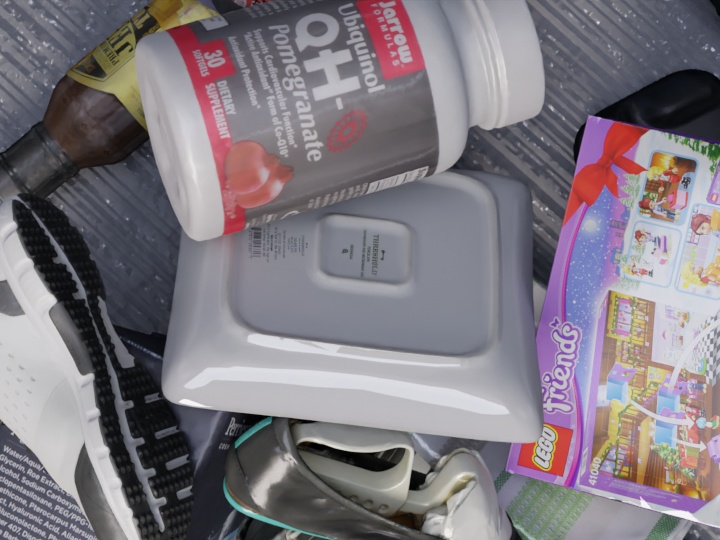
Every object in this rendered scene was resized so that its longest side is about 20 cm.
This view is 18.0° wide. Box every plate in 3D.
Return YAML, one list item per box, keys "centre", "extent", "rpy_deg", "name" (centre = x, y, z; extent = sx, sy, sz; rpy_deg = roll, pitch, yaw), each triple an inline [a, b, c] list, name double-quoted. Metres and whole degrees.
- centre: [0.000, 0.000, 1.218]
  extent: [0.199, 0.032, 0.200]
  rpy_deg: [7, 44, -4]
  name: "plate"

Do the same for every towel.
- centre: [0.111, 0.086, 1.300]
  extent: [0.200, 0.031, 0.149]
  rpy_deg: [40, 53, 0]
  name: "towel"

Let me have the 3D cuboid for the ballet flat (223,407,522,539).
- centre: [0.025, 0.122, 1.199]
  extent: [0.199, 0.068, 0.069]
  rpy_deg: [20, 120, -25]
  name: "ballet flat"

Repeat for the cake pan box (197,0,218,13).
- centre: [-0.001, -0.204, 1.316]
  extent: [0.199, 0.052, 0.185]
  rpy_deg: [30, 66, 3]
  name: "cake pan box"

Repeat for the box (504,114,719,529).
- centre: [0.167, 0.028, 1.228]
  extent: [0.136, 0.039, 0.201]
  rpy_deg: [14, 92, 15]
  name: "box"

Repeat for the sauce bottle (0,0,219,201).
- centre: [-0.136, -0.108, 1.348]
  extent: [0.200, 0.065, 0.065]
  rpy_deg: [-40, 86, 0]
  name: "sauce bottle"

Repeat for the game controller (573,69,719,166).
- centre: [0.209, -0.017, 1.342]
  extent: [0.104, 0.042, 0.201]
  rpy_deg: [-27, 87, -12]
  name: "game controller"

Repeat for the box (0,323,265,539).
- centre: [-0.134, 0.139, 1.266]
  extent: [0.117, 0.197, 0.201]
  rpy_deg: [25, 90, 13]
  name: "box"

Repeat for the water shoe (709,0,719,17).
- centre: [0.206, -0.206, 1.331]
  extent: [0.071, 0.079, 0.200]
  rpy_deg: [-40, 112, -14]
  name: "water shoe"

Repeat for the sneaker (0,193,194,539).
- centre: [-0.151, 0.065, 1.150]
  extent: [0.080, 0.074, 0.201]
  rpy_deg: [-32, 75, 21]
  name: "sneaker"

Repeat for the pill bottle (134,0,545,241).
- centre: [-0.010, -0.094, 1.192]
  extent: [0.199, 0.111, 0.111]
  rpy_deg: [-17, 87, -11]
  name: "pill bottle"

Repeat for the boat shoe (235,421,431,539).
- centre: [-0.008, 0.105, 1.280]
  extent: [0.070, 0.200, 0.064]
  rpy_deg: [-8, 125, 35]
  name: "boat shoe"

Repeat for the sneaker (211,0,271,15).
- centre: [0.019, -0.188, 1.226]
  extent: [0.200, 0.108, 0.068]
  rpy_deg: [-12, 70, -16]
  name: "sneaker"
